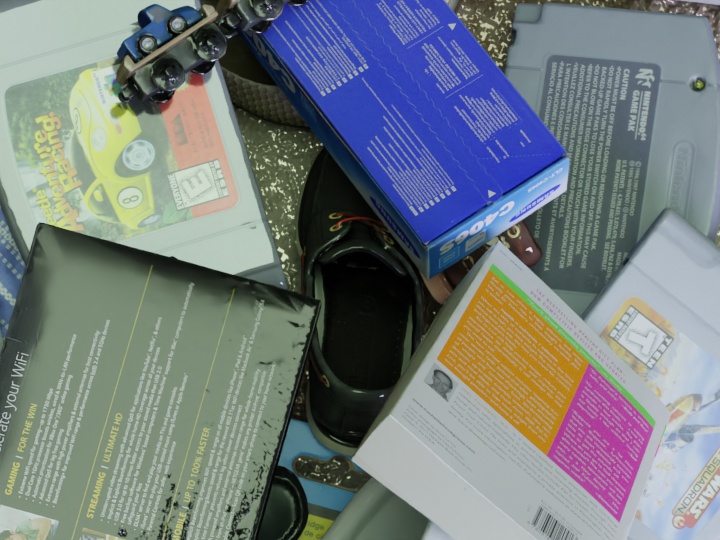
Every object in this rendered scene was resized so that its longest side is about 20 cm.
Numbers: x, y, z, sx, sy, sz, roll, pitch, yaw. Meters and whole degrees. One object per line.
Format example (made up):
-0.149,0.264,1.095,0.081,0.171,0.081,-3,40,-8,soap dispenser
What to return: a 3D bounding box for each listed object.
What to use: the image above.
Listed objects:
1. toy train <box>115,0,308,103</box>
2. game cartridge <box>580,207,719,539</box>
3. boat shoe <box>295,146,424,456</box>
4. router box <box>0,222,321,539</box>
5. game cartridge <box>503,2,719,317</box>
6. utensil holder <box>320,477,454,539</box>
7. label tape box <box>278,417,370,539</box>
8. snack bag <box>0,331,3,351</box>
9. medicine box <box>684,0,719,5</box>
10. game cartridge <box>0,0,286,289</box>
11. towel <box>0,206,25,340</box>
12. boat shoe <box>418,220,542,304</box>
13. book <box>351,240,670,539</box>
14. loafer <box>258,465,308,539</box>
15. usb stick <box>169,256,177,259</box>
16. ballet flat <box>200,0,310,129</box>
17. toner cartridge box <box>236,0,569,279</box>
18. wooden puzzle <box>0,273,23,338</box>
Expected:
-0.053,-0.153,1.387,0.200,0.034,0.046,-37,91,-19,toy train
0.157,0.083,1.418,0.133,0.042,0.200,37,81,4,game cartridge
0.003,0.000,1.442,0.073,0.063,0.202,6,55,-7,boat shoe
-0.115,0.092,1.300,0.148,0.051,0.201,16,78,-1,router box
0.138,-0.049,1.487,0.132,0.041,0.201,6,77,17,game cartridge
0.071,0.209,1.326,0.199,0.170,0.171,33,77,-14,utensil holder
-0.034,0.188,1.426,0.143,0.063,0.201,16,77,-4,label tape box
-0.268,0.081,1.381,0.188,0.021,0.201,-16,84,-11,snack bag
0.150,-0.270,1.516,0.181,0.103,0.201,7,79,-6,medicine box
-0.130,-0.063,1.404,0.132,0.041,0.201,-18,88,-7,game cartridge
-0.183,0.000,1.424,0.200,0.024,0.145,-44,93,-12,towel
0.048,-0.083,1.469,0.070,0.070,0.201,-23,73,18,boat shoe
0.082,0.079,1.300,0.133,0.200,0.048,40,117,-2,book
-0.117,0.152,1.352,0.200,0.070,0.068,-20,91,-13,loafer
-0.159,0.072,1.356,0.200,0.033,0.056,-40,107,-4,usb stick
-0.077,-0.135,1.476,0.199,0.046,0.068,23,53,-12,ballet flat
0.016,-0.101,1.415,0.095,0.043,0.200,-32,69,-11,toner cartridge box
-0.198,-0.043,1.463,0.200,0.046,0.185,45,78,-2,wooden puzzle
